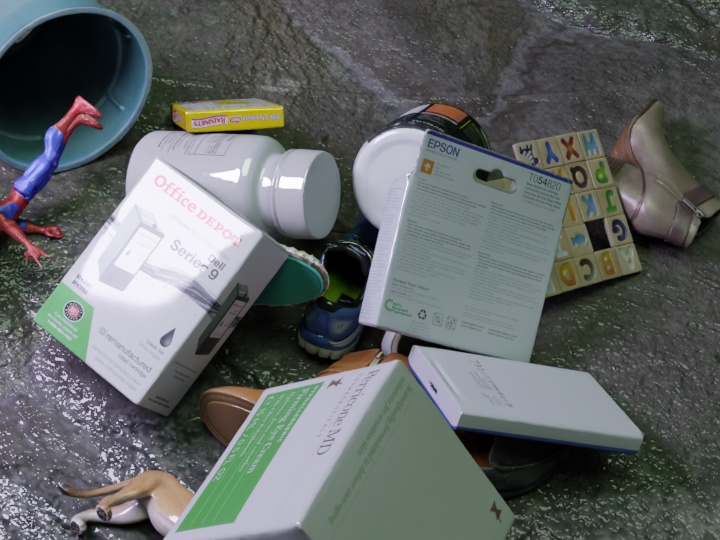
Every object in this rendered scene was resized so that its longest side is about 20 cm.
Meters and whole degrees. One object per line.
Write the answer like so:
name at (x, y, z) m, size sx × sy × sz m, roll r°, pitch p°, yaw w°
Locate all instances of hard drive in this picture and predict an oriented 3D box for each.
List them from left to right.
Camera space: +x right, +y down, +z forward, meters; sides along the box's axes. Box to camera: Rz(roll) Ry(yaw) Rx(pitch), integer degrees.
hard drive at (0.158, 0.125, 1.561) m, size 0.200 × 0.025 × 0.132 m, roll 10°, pitch 22°, yaw -24°

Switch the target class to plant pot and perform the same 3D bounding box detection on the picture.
plant pot at (-0.359, -0.242, 1.750) m, size 0.200 × 0.200 × 0.196 m, roll -20°, pitch 47°, yaw -27°

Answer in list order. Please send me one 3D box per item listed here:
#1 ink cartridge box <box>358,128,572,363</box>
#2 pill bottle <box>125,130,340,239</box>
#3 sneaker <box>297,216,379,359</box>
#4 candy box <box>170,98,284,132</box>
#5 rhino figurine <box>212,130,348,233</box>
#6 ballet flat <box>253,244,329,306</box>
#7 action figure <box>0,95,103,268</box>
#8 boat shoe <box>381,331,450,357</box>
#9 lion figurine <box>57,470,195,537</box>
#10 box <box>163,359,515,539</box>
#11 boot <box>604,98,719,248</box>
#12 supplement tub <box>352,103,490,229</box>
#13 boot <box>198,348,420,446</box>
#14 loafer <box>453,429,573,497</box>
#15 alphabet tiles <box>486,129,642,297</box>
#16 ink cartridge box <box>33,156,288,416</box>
ink cartridge box at (0.107, -0.020, 1.610) m, size 0.200 × 0.200 × 0.041 m, roll 17°, pitch -3°, yaw -32°
pill bottle at (-0.128, -0.083, 1.651) m, size 0.200 × 0.114 × 0.114 m, roll 5°, pitch 42°, yaw 24°
sneaker at (0.000, 0.000, 1.663) m, size 0.079 × 0.089 × 0.200 m, roll 21°, pitch 45°, yaw 6°
candy box at (-0.146, -0.168, 1.740) m, size 0.102 × 0.026 × 0.200 m, roll -6°, pitch 10°, yaw -10°
rhino figurine at (-0.093, -0.095, 1.747) m, size 0.200 × 0.060 × 0.087 m, roll 32°, pitch 26°, yaw 16°
ballet flat at (-0.122, 0.000, 1.615) m, size 0.200 × 0.076 × 0.064 m, roll -3°, pitch 26°, yaw 16°
action figure at (-0.320, -0.073, 1.663) m, size 0.099 × 0.065 × 0.200 m, roll 40°, pitch 75°, yaw 3°
boat shoe at (0.076, 0.025, 1.676) m, size 0.068 × 0.075 × 0.200 m, roll 11°, pitch 47°, yaw 38°
lion figurine at (-0.162, 0.221, 1.437) m, size 0.200 × 0.073 × 0.122 m, roll 35°, pitch 43°, yaw 25°
box at (-0.015, 0.219, 1.345) m, size 0.200 × 0.171 × 0.199 m, roll 55°, pitch 44°, yaw -22°
boot at (0.353, -0.107, 1.863) m, size 0.146 × 0.070 × 0.200 m, roll 34°, pitch 51°, yaw 11°
supplement tub at (0.071, -0.110, 1.719) m, size 0.122 × 0.123 × 0.200 m, roll 23°, pitch 18°, yaw 9°
boot at (-0.040, 0.119, 1.558) m, size 0.200 × 0.077 × 0.155 m, roll 9°, pitch 36°, yaw 16°
loafer at (0.122, 0.174, 1.539) m, size 0.200 × 0.072 × 0.073 m, roll -16°, pitch 52°, yaw -26°
alphabet tiles at (0.212, -0.061, 1.733) m, size 0.200 × 0.008 × 0.167 m, roll -14°, pitch 84°, yaw -40°
ink cartridge box at (-0.189, 0.014, 1.542) m, size 0.146 × 0.084 × 0.200 m, roll 36°, pitch 88°, yaw 20°
